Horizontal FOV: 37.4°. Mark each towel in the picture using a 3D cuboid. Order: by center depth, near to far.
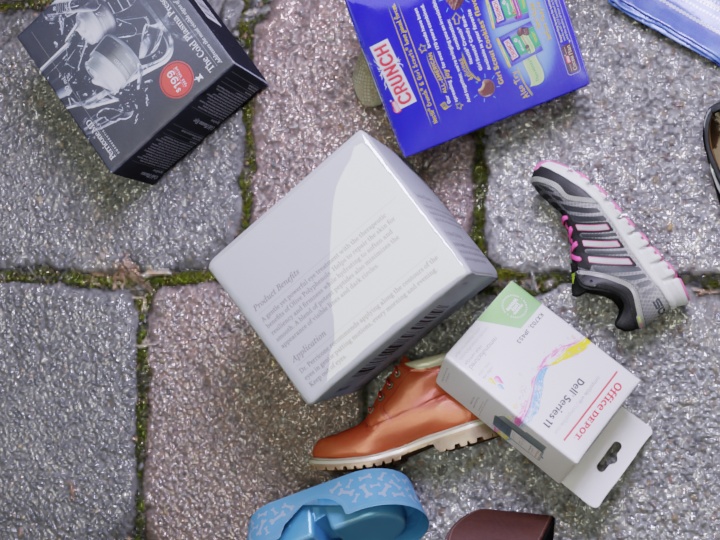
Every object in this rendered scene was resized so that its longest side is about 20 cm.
[{"bbox_3d":[0.356,-0.321,1.061,0.144,0.024,0.201,34,96,13],"label":"towel"}]

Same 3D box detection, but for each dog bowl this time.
[{"bbox_3d":[-0.028,0.261,1.093,0.199,0.112,0.050,-22,49,13],"label":"dog bowl"}]

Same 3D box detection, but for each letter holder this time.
[{"bbox_3d":[0.102,0.289,1.005,0.141,0.200,0.102,4,88,16],"label":"letter holder"}]

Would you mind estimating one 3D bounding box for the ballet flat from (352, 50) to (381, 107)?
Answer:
[{"bbox_3d":[0.056,-0.260,1.118,0.067,0.062,0.200,43,98,13],"label":"ballet flat"}]

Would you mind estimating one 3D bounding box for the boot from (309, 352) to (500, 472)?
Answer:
[{"bbox_3d":[0.035,0.148,1.102,0.198,0.075,0.108,-17,79,5],"label":"boot"}]

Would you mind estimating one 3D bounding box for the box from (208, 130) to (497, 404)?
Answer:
[{"bbox_3d":[0.000,0.000,1.049,0.199,0.200,0.172,-40,80,10],"label":"box"}]

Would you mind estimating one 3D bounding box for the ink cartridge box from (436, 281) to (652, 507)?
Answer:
[{"bbox_3d":[0.187,0.120,1.035,0.200,0.067,0.117,38,64,13],"label":"ink cartridge box"}]

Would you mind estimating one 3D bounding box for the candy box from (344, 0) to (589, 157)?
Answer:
[{"bbox_3d":[0.103,-0.231,1.056,0.199,0.077,0.170,-21,107,4],"label":"candy box"}]

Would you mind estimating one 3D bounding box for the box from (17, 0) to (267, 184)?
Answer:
[{"bbox_3d":[-0.240,-0.232,1.175,0.182,0.104,0.200,-40,78,11],"label":"box"}]

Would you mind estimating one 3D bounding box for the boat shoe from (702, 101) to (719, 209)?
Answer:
[{"bbox_3d":[0.377,-0.067,1.019,0.071,0.068,0.201,-20,85,18],"label":"boat shoe"}]

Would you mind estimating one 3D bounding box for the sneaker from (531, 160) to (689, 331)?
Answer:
[{"bbox_3d":[0.229,-0.020,1.052,0.087,0.074,0.200,-42,82,3],"label":"sneaker"}]
